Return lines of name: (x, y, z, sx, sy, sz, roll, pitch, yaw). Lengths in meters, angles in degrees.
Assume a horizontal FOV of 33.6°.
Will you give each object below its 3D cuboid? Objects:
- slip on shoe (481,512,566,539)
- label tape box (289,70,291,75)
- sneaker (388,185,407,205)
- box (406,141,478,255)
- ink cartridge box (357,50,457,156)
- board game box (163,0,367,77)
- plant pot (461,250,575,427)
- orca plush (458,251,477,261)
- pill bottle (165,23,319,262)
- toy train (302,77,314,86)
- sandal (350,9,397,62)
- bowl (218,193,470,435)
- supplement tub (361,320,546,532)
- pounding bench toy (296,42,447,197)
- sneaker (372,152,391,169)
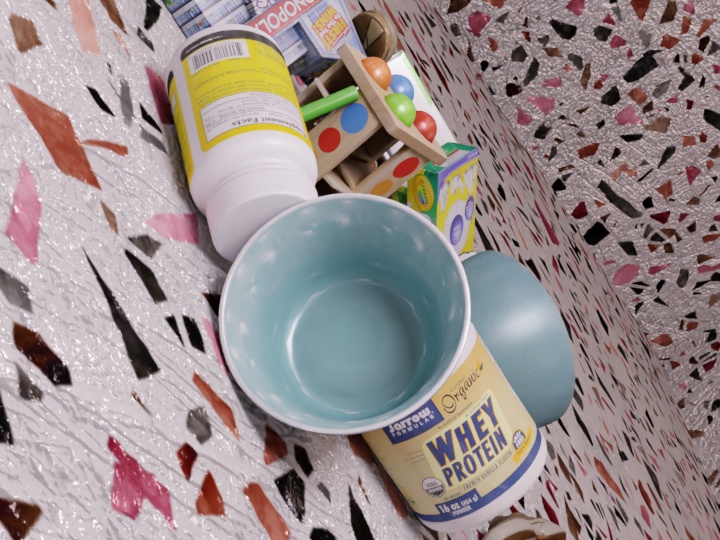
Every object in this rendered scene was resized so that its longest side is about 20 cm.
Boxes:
slip on shoe: (0.160, 0.291, 1.278, 0.060, 0.077, 0.200, 24, 6, 30)
label tape box: (-0.141, -0.338, 1.413, 0.201, 0.063, 0.144, 65, 16, 14)
sneaker: (0.067, -0.064, 1.523, 0.083, 0.075, 0.200, 18, 19, 3)
box: (0.098, -0.044, 1.460, 0.117, 0.048, 0.201, -36, 134, -53)
ink cartridge box: (0.037, -0.200, 1.564, 0.146, 0.084, 0.200, 58, -6, -11)
board game box: (-0.090, -0.276, 1.288, 0.200, 0.062, 0.200, -46, 108, -37)
plant pot: (0.112, 0.095, 1.274, 0.200, 0.134, 0.201, 42, -38, 43)
orca plush: (0.154, 0.080, 1.437, 0.201, 0.105, 0.071, 62, -3, 18)
pill bottle: (-0.102, -0.110, 1.050, 0.114, 0.114, 0.201, 40, 26, -51)
toy train: (-0.069, -0.311, 1.650, 0.046, 0.034, 0.201, 38, 25, -25)
sandal: (0.001, -0.259, 1.381, 0.200, 0.054, 0.081, -7, -73, 66)
bowl: (-0.009, 0.049, 0.979, 0.105, 0.200, 0.202, 75, -8, -68)
supplement tub: (0.068, 0.126, 1.113, 0.201, 0.144, 0.145, 56, 16, -15)
pounding bench toy: (-0.023, -0.152, 1.256, 0.200, 0.156, 0.125, 22, 34, -58)
sneaker: (0.009, -0.123, 1.483, 0.079, 0.079, 0.200, 59, 14, -1)
